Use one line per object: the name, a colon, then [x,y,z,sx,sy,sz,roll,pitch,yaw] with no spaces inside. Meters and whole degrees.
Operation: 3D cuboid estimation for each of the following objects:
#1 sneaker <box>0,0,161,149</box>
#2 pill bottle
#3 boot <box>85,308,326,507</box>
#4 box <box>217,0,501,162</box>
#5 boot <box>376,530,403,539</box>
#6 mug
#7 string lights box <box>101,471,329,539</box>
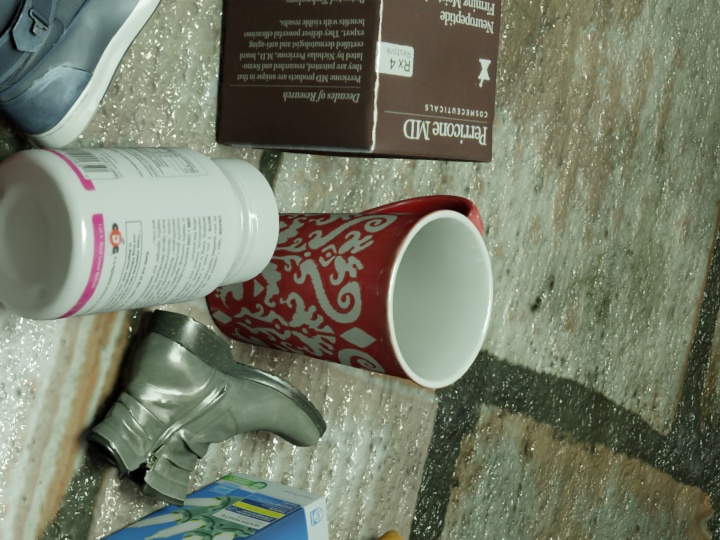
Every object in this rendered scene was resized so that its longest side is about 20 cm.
sneaker: [-0.208,-0.203,0.965,0.146,0.077,0.203,42,64,-48]
pill bottle: [-0.158,-0.030,1.021,0.200,0.113,0.114,-7,100,-50]
boot: [-0.122,0.128,1.135,0.200,0.068,0.131,38,70,-38]
box: [0.003,-0.192,1.160,0.166,0.164,0.201,-2,96,-51]
boot: [0.016,0.352,1.318,0.144,0.071,0.202,-22,107,-45]
mug: [-0.001,0.012,1.153,0.177,0.199,0.134,-12,104,-50]
string lights box: [-0.125,0.223,1.101,0.200,0.102,0.059,-21,112,-49]
